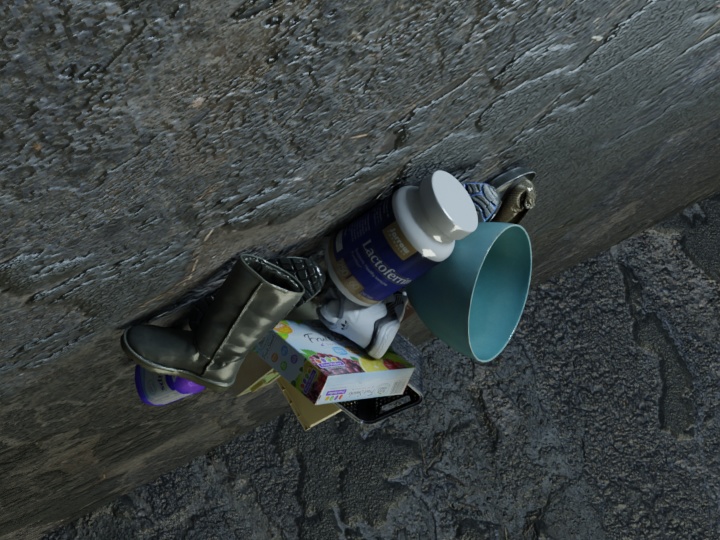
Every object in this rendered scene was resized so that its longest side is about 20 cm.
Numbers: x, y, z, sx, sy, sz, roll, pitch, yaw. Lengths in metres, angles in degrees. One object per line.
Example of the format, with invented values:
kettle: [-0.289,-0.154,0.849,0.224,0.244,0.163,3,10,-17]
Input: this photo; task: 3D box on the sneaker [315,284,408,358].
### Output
sneaker: [0.006,0.046,1.574,0.075,0.115,0.200,-59,-177,26]

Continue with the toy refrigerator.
toy refrigerator: [-0.131,0.126,1.680,0.076,0.070,0.200,-17,165,-44]

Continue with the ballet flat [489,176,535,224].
ballet flat: [0.237,-0.072,1.730,0.067,0.046,0.200,-28,156,-33]

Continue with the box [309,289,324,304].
box: [-0.150,0.076,1.711,0.198,0.050,0.200,-28,170,-4]

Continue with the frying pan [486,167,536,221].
frying pan: [0.234,-0.126,1.752,0.115,0.031,0.190,-31,170,6]

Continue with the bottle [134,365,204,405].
bottle: [-0.259,0.143,1.576,0.065,0.084,0.200,1,164,-41]

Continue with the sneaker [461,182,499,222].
sneaker: [0.123,-0.080,1.633,0.200,0.075,0.078,-25,-177,25]

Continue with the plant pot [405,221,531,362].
plant pot: [0.144,0.018,1.548,0.134,0.201,0.200,15,-166,29]

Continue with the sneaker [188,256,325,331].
sneaker: [-0.141,0.033,1.498,0.200,0.076,0.088,-22,180,9]

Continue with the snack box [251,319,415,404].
snack box: [-0.037,0.126,1.529,0.200,0.142,0.053,2,117,-52]

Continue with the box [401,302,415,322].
box: [0.088,0.007,1.756,0.200,0.075,0.100,-39,-158,37]

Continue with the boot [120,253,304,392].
boot: [-0.195,0.059,1.402,0.181,0.073,0.200,19,129,-24]

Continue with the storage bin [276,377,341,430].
storage bin: [-0.058,0.150,1.921,0.200,0.199,0.094,-28,-173,6]

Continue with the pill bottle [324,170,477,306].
pill bottle: [0.056,-0.045,1.462,0.200,0.116,0.116,-35,168,31]

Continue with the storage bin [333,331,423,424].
storage bin: [0.001,0.153,1.770,0.135,0.094,0.200,-27,129,28]
